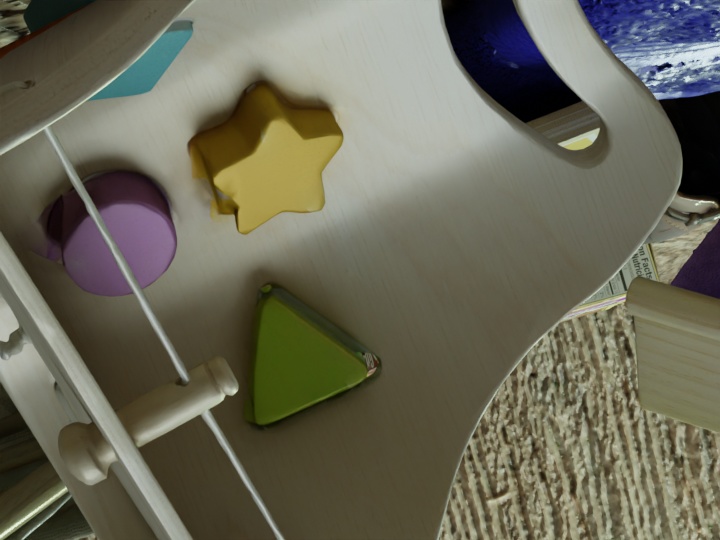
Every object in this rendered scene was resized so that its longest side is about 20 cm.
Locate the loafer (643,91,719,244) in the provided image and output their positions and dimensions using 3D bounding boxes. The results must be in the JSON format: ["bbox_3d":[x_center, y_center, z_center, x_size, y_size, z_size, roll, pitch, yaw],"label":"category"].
[{"bbox_3d":[0.125,-0.055,0.992,0.200,0.072,0.063,-31,-166,43],"label":"loafer"}]

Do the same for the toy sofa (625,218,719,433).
[{"bbox_3d":[0.186,-0.026,1.120,0.082,0.098,0.200,17,-136,28],"label":"toy sofa"}]

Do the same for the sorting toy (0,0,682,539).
[{"bbox_3d":[-0.011,-0.020,0.669,0.179,0.201,0.107,-32,-139,-6],"label":"sorting toy"}]

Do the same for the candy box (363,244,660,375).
[{"bbox_3d":[0.088,0.019,1.883,0.199,0.057,0.117,-14,175,-15],"label":"candy box"}]

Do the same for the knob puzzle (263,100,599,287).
[{"bbox_3d":[0.000,0.000,0.914,0.218,0.031,0.220,-20,175,-2],"label":"knob puzzle"}]

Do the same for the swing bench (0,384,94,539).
[{"bbox_3d":[-0.183,0.078,1.193,0.199,0.131,0.198,-12,173,-45],"label":"swing bench"}]

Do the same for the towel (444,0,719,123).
[{"bbox_3d":[0.111,-0.083,0.817,0.147,0.050,0.200,-15,175,-20],"label":"towel"}]
